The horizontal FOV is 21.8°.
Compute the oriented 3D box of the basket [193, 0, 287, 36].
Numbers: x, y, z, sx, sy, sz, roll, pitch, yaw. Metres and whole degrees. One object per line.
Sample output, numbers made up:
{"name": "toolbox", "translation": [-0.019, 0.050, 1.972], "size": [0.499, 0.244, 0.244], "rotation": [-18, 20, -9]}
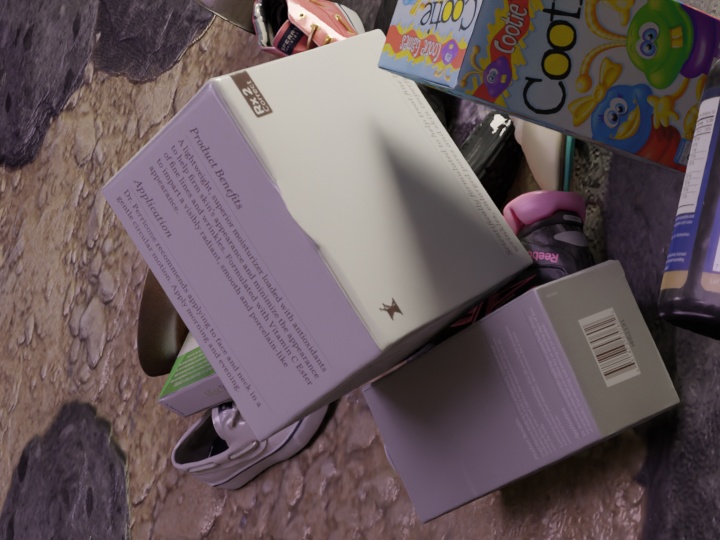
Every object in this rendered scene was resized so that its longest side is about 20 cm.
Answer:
{"name": "basket", "translation": [-0.079, -0.332, 1.726], "size": [0.201, 0.135, 0.180], "rotation": [-62, 22, 12]}

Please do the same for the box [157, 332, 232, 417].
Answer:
{"name": "box", "translation": [-0.094, 0.024, 1.607], "size": [0.144, 0.036, 0.201], "rotation": [-25, 34, 55]}

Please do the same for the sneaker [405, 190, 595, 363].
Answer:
{"name": "sneaker", "translation": [0.099, 0.033, 1.314], "size": [0.200, 0.078, 0.096], "rotation": [-49, 53, 40]}

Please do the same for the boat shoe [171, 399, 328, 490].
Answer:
{"name": "boat shoe", "translation": [-0.095, 0.126, 1.593], "size": [0.200, 0.065, 0.073], "rotation": [-37, 46, 47]}

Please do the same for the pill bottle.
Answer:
{"name": "pill bottle", "translation": [0.242, -0.058, 1.063], "size": [0.112, 0.111, 0.202], "rotation": [6, 81, 60]}

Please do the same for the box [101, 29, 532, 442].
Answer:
{"name": "box", "translation": [-0.025, -0.028, 1.224], "size": [0.130, 0.199, 0.200], "rotation": [-37, 83, 37]}

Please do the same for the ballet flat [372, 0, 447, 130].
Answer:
{"name": "ballet flat", "translation": [0.042, -0.177, 1.535], "size": [0.066, 0.056, 0.202], "rotation": [-47, 33, 49]}

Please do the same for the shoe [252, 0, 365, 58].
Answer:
{"name": "shoe", "translation": [-0.031, -0.179, 1.603], "size": [0.072, 0.090, 0.201], "rotation": [-60, 33, 23]}

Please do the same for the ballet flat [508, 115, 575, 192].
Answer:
{"name": "ballet flat", "translation": [0.132, -0.145, 1.332], "size": [0.069, 0.069, 0.202], "rotation": [-15, 58, 56]}

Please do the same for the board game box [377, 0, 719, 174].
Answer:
{"name": "board game box", "translation": [0.130, -0.144, 1.204], "size": [0.105, 0.199, 0.104], "rotation": [26, 99, 59]}

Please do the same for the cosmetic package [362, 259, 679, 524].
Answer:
{"name": "cosmetic package", "translation": [0.101, 0.083, 1.231], "size": [0.200, 0.090, 0.108], "rotation": [-32, 80, 51]}

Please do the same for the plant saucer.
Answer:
{"name": "plant saucer", "translation": [-0.146, 0.003, 1.676], "size": [0.200, 0.032, 0.202], "rotation": [18, -90, -77]}

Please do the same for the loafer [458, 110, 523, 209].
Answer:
{"name": "loafer", "translation": [0.049, -0.038, 1.382], "size": [0.070, 0.068, 0.201], "rotation": [35, 90, 28]}
